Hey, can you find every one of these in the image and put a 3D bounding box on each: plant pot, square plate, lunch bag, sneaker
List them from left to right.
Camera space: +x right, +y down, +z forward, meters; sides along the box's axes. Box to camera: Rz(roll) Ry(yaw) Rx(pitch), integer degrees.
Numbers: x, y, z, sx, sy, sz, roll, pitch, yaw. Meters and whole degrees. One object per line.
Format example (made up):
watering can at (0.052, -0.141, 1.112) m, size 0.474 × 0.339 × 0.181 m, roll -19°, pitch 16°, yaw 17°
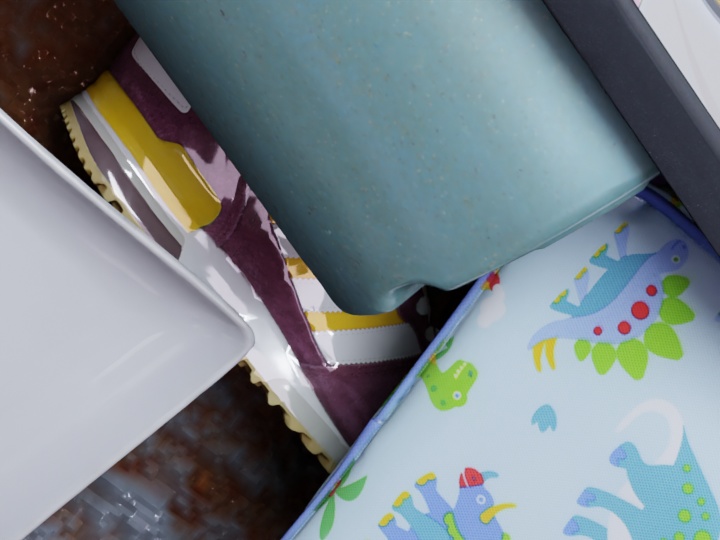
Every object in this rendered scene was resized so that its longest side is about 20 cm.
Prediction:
square plate at (-0.166, 0.011, 0.771) m, size 0.198 × 0.029 × 0.200 m, roll -39°, pitch 112°, yaw 19°
sneaker at (0.000, 0.000, 0.813) m, size 0.090 × 0.075 × 0.200 m, roll -39°, pitch 112°, yaw 4°
plant pot at (0.008, -0.108, 0.701) m, size 0.199 × 0.200 × 0.197 m, roll -33°, pitch 100°, yaw -4°
lunch bag at (0.071, 0.089, 0.737) m, size 0.161 × 0.082 × 0.200 m, roll 41°, pitch 102°, yaw 19°

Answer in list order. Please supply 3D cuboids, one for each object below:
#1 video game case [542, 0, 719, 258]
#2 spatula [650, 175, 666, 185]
video game case at (0.119, -0.094, 0.664) m, size 0.200 × 0.025 × 0.181 m, roll 52°, pitch 56°, yaw -24°
spatula at (0.062, 0.016, 0.862) m, size 0.056 × 0.021 × 0.201 m, roll 13°, pitch 102°, yaw -22°
